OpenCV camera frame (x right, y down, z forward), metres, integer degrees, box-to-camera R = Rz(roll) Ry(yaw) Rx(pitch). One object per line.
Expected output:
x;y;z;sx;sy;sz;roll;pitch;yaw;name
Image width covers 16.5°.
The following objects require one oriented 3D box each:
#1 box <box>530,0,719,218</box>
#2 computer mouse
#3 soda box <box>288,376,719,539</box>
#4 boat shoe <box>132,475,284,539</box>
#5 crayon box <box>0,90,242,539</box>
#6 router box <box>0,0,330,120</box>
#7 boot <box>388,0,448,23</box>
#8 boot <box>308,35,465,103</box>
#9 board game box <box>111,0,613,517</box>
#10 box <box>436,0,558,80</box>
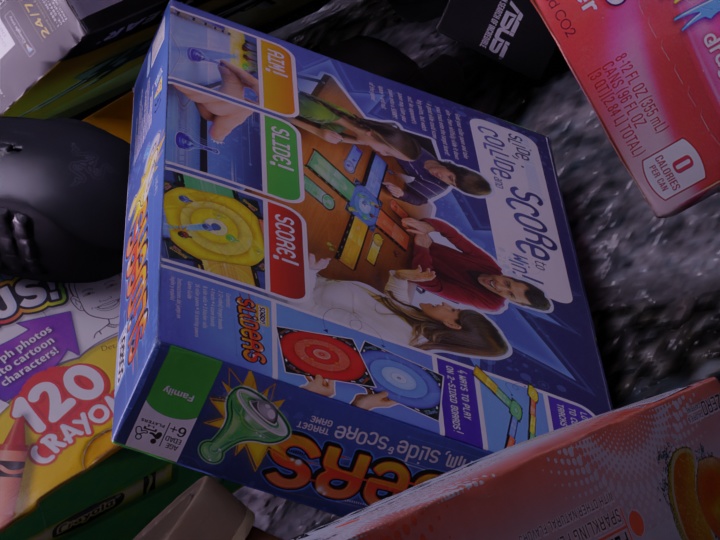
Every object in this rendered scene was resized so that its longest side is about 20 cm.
0.087;-0.129;0.697;0.102;0.200;0.095;-31;-2;22;box
-0.153;-0.038;0.777;0.199;0.034;0.059;11;52;14;computer mouse
0.021;0.079;0.526;0.063;0.069;0.200;-22;-4;34;soda box
-0.061;0.123;0.680;0.072;0.068;0.200;-53;5;-29;boat shoe
-0.105;0.037;0.769;0.200;0.058;0.119;-33;55;-22;crayon box
-0.062;-0.109;0.878;0.200;0.052;0.157;-29;-1;-34;router box
-0.004;-0.207;0.993;0.076;0.168;0.200;-31;29;20;boot
-0.059;-0.041;0.940;0.138;0.078;0.200;-45;39;-17;boot
0.000;0.000;0.714;0.200;0.135;0.035;-94;27;-59;board game box
0.100;-0.188;0.870;0.200;0.043;0.160;-62;-2;-36;box
